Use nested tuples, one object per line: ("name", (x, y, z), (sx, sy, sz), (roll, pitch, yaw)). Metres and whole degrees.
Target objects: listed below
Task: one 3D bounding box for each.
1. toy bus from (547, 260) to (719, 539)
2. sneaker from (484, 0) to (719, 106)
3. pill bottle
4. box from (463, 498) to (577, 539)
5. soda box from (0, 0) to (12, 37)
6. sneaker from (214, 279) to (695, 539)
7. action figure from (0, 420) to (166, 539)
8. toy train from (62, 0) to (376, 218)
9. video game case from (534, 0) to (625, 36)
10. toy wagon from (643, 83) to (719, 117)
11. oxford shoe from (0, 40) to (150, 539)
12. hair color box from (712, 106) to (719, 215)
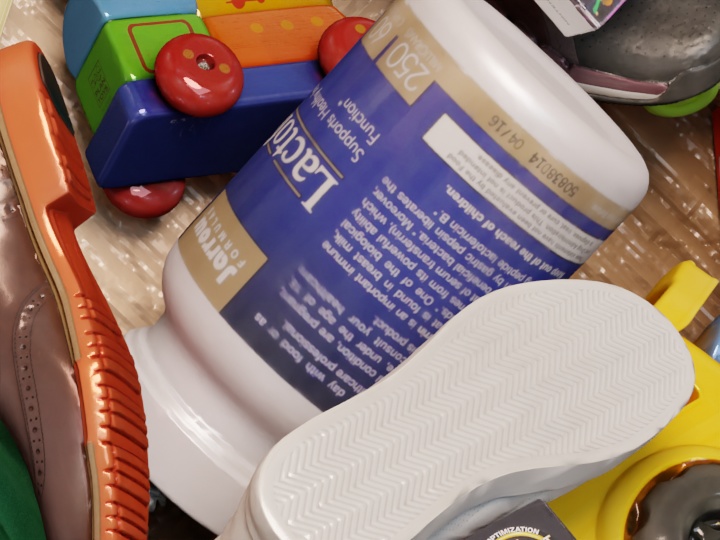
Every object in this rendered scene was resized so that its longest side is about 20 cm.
("toy bus", (0.114, 0.066, 1.154), (0.200, 0.136, 0.192), (-28, 72, -27))
("sneaker", (0.060, -0.148, 1.143), (0.200, 0.116, 0.076), (31, 60, 23))
("pill bottle", (0.000, 0.000, 1.083), (0.116, 0.116, 0.200), (42, 100, -6))
("box", (-0.003, 0.178, 1.030), (0.161, 0.200, 0.049), (-28, 64, -25))
("soda box", (-0.178, -0.057, 1.095), (0.064, 0.068, 0.201), (21, 70, -14))
("sneaker", (0.020, 0.074, 1.037), (0.199, 0.116, 0.074), (-22, 71, -37))
("action figure", (-0.109, 0.099, 1.075), (0.055, 0.118, 0.200), (-24, 75, -51))
("toy train", (-0.024, -0.098, 1.167), (0.199, 0.085, 0.116), (-9, 63, -30))
("video game case", (0.086, -0.220, 1.101), (0.181, 0.036, 0.200), (46, 74, -13))
("toy wagon", (0.127, -0.133, 1.222), (0.199, 0.040, 0.156), (-10, 57, 1))
("oxford shoe", (-0.120, 0.024, 1.029), (0.072, 0.071, 0.201), (-15, 73, 3))
("hair color box", (0.253, -0.019, 1.253), (0.199, 0.064, 0.111), (3, 74, -21))
